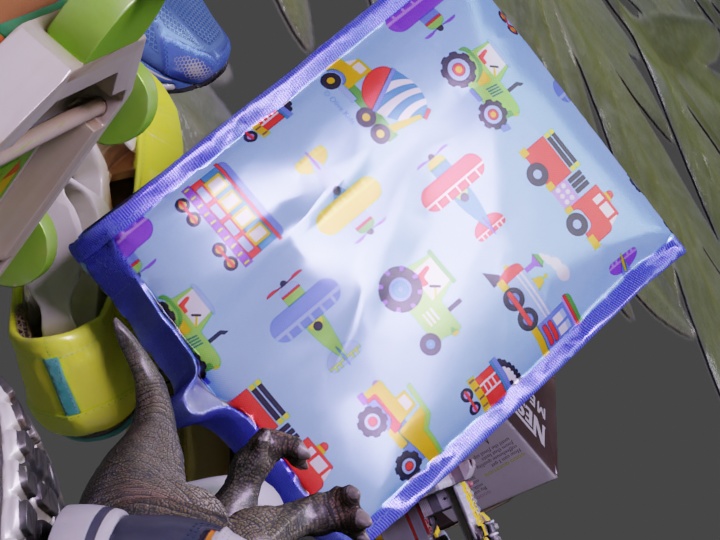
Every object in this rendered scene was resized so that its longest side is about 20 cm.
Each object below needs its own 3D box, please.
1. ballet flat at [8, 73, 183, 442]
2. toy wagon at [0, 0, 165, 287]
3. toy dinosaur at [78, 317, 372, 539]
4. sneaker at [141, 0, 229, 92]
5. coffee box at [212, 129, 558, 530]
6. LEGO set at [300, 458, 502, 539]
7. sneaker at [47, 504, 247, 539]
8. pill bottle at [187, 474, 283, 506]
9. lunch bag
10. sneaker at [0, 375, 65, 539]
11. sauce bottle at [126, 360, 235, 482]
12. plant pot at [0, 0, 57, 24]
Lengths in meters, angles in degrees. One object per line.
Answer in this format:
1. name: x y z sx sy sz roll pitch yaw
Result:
1. ballet flat: -0.108 -0.027 0.936 0.067 0.066 0.201 62 19 -46
2. toy wagon: -0.115 -0.036 0.766 0.040 0.200 0.155 39 22 3
3. toy dinosaur: -0.044 0.103 0.724 0.201 0.102 0.077 65 -21 9
4. sneaker: -0.112 -0.168 1.039 0.200 0.089 0.079 57 23 -21
5. coffee box: 0.011 0.017 1.144 0.200 0.080 0.113 49 27 -31
6. LEGO set: 0.041 0.160 0.991 0.154 0.115 0.201 19 48 -67
7. sneaker: -0.056 0.166 0.641 0.078 0.079 0.201 62 34 -77
8. pill bottle: -0.047 0.178 0.798 0.109 0.109 0.201 6 60 -65
9. lunch bag: 0.000 0.000 0.889 0.151 0.094 0.200 51 54 -3
10. sneaker: -0.133 0.119 0.668 0.079 0.089 0.201 81 15 -65
11. sauce bottle: -0.062 0.056 0.958 0.066 0.066 0.201 45 29 -38
12. plant pot: -0.180 -0.138 0.768 0.200 0.199 0.141 -51 130 -66
